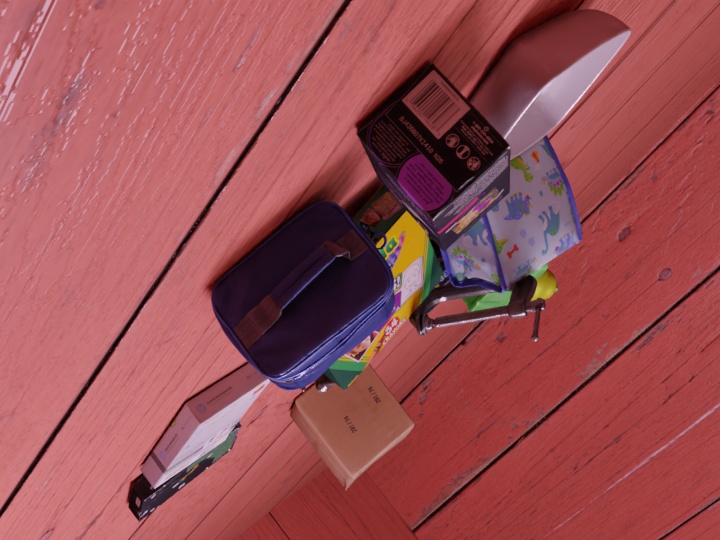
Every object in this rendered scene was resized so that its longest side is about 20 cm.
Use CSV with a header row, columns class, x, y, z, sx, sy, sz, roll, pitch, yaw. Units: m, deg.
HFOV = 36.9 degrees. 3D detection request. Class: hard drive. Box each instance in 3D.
class,x,y,z,sx,sy,sz,roll,pitch,yaw
hard drive,-0.284,0.314,1.738,0.199,0.038,0.140,-36,168,-26

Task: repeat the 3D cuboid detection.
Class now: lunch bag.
class,x,y,z,sx,sy,sz,roll,pitch,yaw
lunch bag,-0.051,0.025,1.150,0.199,0.136,0.132,-40,170,-3
lunch bag,0.177,-0.098,1.391,0.169,0.203,0.126,-31,-155,-34

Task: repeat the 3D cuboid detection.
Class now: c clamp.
class,x,y,z,sx,sy,sz,roll,pitch,yaw
c clamp,0.144,0.045,1.360,0.197,0.027,0.171,-9,-155,26

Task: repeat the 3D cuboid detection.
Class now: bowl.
class,x,y,z,sx,sy,sz,roll,pitch,yaw
bowl,0.208,-0.221,1.273,0.199,0.075,0.200,-32,166,-37

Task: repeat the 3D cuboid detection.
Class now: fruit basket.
class,x,y,z,sx,sy,sz,roll,pitch,yaw
fruit basket,0.323,0.001,2.291,0.213,0.157,0.216,-26,158,-11

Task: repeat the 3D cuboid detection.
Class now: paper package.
class,x,y,z,sx,sy,sz,roll,pitch,yaw
paper package,-0.017,0.304,2.207,0.190,0.201,0.104,-36,168,-22

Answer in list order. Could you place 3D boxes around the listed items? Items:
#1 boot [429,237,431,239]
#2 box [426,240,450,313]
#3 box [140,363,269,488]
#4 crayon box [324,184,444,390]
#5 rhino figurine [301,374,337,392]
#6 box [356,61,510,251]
class,x,y,z,sx,sy,sz,roll,pitch,yaw
boot,0.143,-0.089,1.551,0.200,0.076,0.169,-44,167,-19
box,0.118,-0.004,1.705,0.158,0.046,0.200,-40,-169,-9
box,-0.226,0.224,1.579,0.155,0.041,0.200,-31,166,-45
crayon box,0.005,0.024,1.315,0.200,0.058,0.173,-48,149,-12
rhino figurine,-0.065,0.114,1.455,0.087,0.060,0.199,-45,-154,-9
box,0.081,-0.111,1.123,0.106,0.123,0.200,-41,170,0
